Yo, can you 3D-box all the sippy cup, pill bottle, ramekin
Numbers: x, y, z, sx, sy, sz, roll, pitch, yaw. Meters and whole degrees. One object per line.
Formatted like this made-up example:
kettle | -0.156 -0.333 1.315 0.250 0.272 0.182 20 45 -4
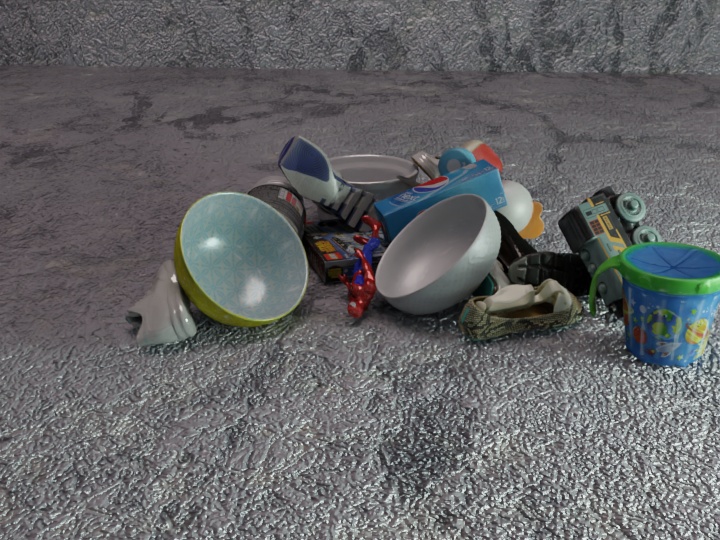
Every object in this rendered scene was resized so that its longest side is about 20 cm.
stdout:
sippy cup | 0.393 0.047 1.144 0.139 0.131 0.178 -16 26 -33
pill bottle | -0.147 -0.073 1.449 0.115 0.116 0.200 1 28 3
ramekin | 0.009 -0.146 1.682 0.199 0.098 0.201 0 22 0

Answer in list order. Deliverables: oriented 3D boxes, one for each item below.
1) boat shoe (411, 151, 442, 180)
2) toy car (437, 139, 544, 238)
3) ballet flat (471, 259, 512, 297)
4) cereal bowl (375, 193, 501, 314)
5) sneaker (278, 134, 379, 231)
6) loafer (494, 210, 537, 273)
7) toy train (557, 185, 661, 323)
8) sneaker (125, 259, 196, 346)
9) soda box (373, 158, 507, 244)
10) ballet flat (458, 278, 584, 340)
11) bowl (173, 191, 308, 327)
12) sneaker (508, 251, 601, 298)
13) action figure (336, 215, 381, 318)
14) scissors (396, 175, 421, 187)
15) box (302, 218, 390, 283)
boat shoe | 0.170 -0.196 1.719 0.200 0.069 0.071 20 28 -53
toy car | 0.221 -0.107 1.561 0.200 0.177 0.184 38 19 15
ballet flat | 0.191 0.012 1.344 0.069 0.070 0.200 -3 26 -7
cereal bowl | 0.121 -0.011 1.293 0.200 0.083 0.200 -33 27 19
sneaker | -0.063 -0.138 1.519 0.199 0.081 0.115 38 -7 -21
loafer | 0.230 -0.026 1.428 0.073 0.071 0.200 25 23 -30
toy train | 0.365 -0.022 1.274 0.114 0.201 0.085 -20 -13 -19
sneaker | -0.285 0.047 1.253 0.088 0.076 0.200 -23 23 -5
soda box | 0.128 -0.106 1.437 0.199 0.068 0.064 -23 26 -6
ballet flat | 0.229 0.047 1.219 0.199 0.076 0.068 -8 47 -21
bowl | -0.184 0.001 1.271 0.200 0.201 0.108 -23 -12 -44
sneaker | 0.297 0.010 1.329 0.199 0.076 0.079 5 6 -24
action figure | 0.000 0.000 1.322 0.051 0.066 0.200 20 37 -13
scissors | 0.121 -0.140 1.654 0.199 0.073 0.014 -2 41 -46
box | -0.021 -0.038 1.488 0.136 0.040 0.200 -6 22 -16
